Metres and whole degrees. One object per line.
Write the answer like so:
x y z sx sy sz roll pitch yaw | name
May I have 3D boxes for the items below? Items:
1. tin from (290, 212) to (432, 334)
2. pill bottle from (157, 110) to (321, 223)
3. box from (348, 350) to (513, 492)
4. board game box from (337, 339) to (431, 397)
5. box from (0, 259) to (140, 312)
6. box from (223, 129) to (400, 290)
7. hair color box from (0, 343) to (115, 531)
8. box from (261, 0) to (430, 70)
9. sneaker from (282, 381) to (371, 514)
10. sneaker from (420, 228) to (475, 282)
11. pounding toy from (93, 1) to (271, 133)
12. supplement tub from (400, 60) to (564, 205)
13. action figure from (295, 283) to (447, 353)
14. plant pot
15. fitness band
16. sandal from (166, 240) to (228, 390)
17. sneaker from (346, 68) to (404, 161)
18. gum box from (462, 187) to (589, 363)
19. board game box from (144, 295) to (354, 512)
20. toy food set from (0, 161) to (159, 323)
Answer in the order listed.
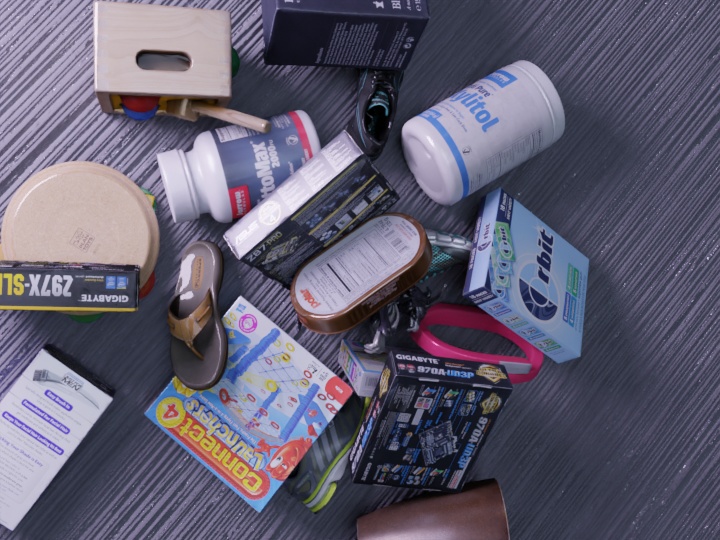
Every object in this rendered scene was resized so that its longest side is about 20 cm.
0.000 0.000 1.018 0.199 0.112 0.042 -35 137 -8 | tin
-0.153 -0.128 1.026 0.198 0.119 0.121 -16 96 -14 | pill bottle
0.085 0.199 1.016 0.157 0.046 0.202 8 124 -15 | box
0.079 0.143 1.088 0.197 0.134 0.035 9 101 -15 | board game box
-0.354 0.016 0.905 0.197 0.160 0.050 2 91 -16 | box
-0.056 -0.068 1.013 0.200 0.161 0.049 -40 67 6 | box
-0.413 0.206 0.995 0.109 0.065 0.201 38 84 -12 | hair color box
-0.029 -0.377 1.023 0.197 0.118 0.199 -2 71 -15 | box
-0.046 0.230 1.093 0.080 0.074 0.202 27 83 -11 | sneaker
0.084 -0.015 1.125 0.197 0.078 0.092 9 99 -8 | sneaker
-0.220 -0.233 0.970 0.197 0.184 0.144 0 92 -15 | pounding toy
0.168 -0.191 1.106 0.199 0.132 0.133 -32 99 -12 | supplement tub
0.018 0.059 1.065 0.197 0.119 0.104 -1 85 8 | action figure
0.094 0.388 1.095 0.197 0.187 0.190 -2 92 0 | plant pot
0.164 0.100 1.110 0.198 0.144 0.038 10 116 -17 | fitness band
-0.211 0.051 1.012 0.081 0.055 0.203 -5 72 17 | sandal
0.030 -0.251 1.093 0.074 0.079 0.203 7 89 -15 | sneaker
0.239 0.008 1.118 0.199 0.044 0.171 34 53 -24 | gum box
-0.143 0.173 1.044 0.199 0.056 0.196 38 82 3 | board game box
-0.353 -0.037 1.011 0.196 0.049 0.203 16 87 -15 | toy food set
